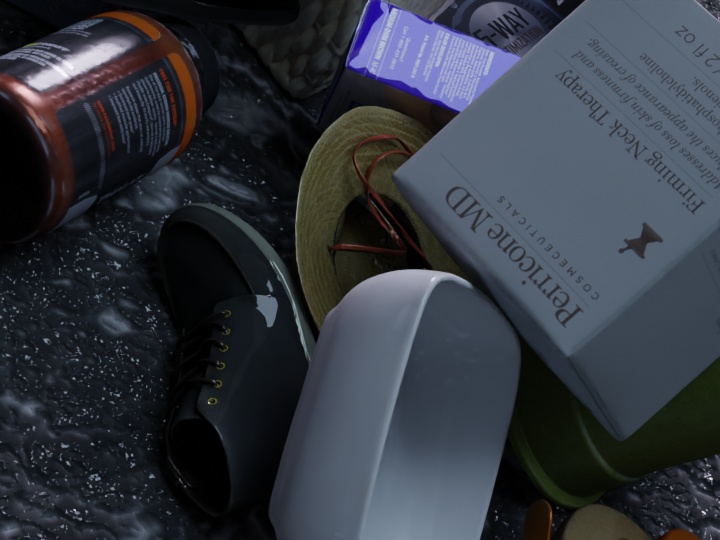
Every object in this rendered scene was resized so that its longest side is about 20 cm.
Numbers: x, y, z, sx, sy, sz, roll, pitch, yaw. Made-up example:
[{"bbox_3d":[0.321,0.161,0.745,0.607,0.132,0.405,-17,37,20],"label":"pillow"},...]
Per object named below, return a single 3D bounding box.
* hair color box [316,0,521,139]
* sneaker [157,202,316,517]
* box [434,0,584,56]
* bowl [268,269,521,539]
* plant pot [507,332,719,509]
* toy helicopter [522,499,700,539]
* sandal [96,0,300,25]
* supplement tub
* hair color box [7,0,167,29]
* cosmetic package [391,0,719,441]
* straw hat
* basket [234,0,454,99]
[{"bbox_3d":[0.079,-0.106,1.247,0.200,0.109,0.065,20,69,-5],"label":"hair color box"},{"bbox_3d":[-0.086,0.048,1.083,0.106,0.075,0.200,-10,65,-51],"label":"sneaker"},{"bbox_3d":[0.153,-0.196,1.423,0.043,0.200,0.160,-9,64,-48],"label":"box"},{"bbox_3d":[0.019,0.103,1.046,0.200,0.074,0.200,38,66,-63],"label":"bowl"},{"bbox_3d":[0.218,0.054,1.214,0.200,0.190,0.201,21,64,-54],"label":"plant pot"},{"bbox_3d":[0.145,0.233,1.139,0.132,0.079,0.200,33,45,-18],"label":"toy helicopter"},{"bbox_3d":[-0.115,-0.194,1.176,0.200,0.048,0.075,2,24,-41],"label":"sandal"},{"bbox_3d":[-0.168,-0.097,1.113,0.107,0.107,0.200,49,38,4],"label":"supplement tub"},{"bbox_3d":[-0.213,-0.228,1.224,0.200,0.061,0.099,27,42,-22],"label":"hair color box"},{"bbox_3d":[0.163,-0.039,1.085,0.167,0.200,0.166,48,-1,29],"label":"cosmetic package"},{"bbox_3d":[0.000,0.000,1.194,0.201,0.085,0.202,17,65,-41],"label":"straw hat"},{"bbox_3d":[-0.016,-0.267,1.338,0.198,0.200,0.161,50,43,4],"label":"basket"}]
